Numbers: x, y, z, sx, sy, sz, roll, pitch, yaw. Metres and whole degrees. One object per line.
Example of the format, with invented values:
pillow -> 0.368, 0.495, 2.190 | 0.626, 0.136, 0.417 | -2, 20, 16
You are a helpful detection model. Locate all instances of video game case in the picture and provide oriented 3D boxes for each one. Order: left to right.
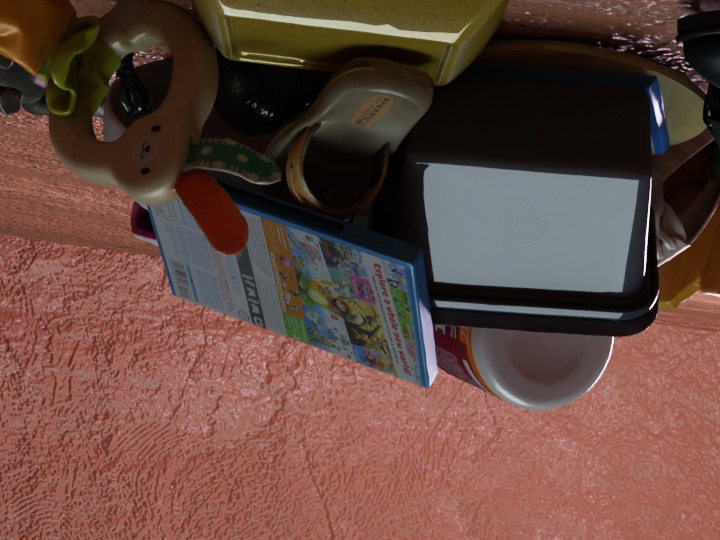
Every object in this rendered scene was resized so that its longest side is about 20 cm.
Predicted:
video game case -> -0.046, 0.001, 1.410 | 0.199, 0.018, 0.144 | 20, 148, 19

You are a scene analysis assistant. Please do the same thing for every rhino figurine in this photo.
rhino figurine -> -0.236, -0.143, 1.587 | 0.087, 0.060, 0.199 | 26, -173, 32

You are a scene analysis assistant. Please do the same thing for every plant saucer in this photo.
plant saucer -> -0.011, -0.152, 1.275 | 0.198, 0.049, 0.200 | 7, 174, -1

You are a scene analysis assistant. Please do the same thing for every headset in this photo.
headset -> -0.066, -0.139, 1.426 | 0.198, 0.095, 0.124 | -11, -175, 9

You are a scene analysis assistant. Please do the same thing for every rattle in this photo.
rattle -> -0.146, -0.109, 1.314 | 0.130, 0.201, 0.143 | -29, 140, -1

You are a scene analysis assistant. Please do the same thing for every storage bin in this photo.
storage bin -> 0.106, -0.058, 1.413 | 0.198, 0.146, 0.135 | 5, 138, 0

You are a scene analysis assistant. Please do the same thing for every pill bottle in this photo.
pill bottle -> 0.106, 0.036, 1.657 | 0.112, 0.114, 0.200 | 8, -176, -19

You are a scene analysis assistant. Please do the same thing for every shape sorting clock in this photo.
shape sorting clock -> 0.140, -0.119, 1.472 | 0.198, 0.040, 0.200 | 4, 165, 1

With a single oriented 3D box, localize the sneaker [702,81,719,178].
sneaker -> 0.262, -0.103, 1.413 | 0.090, 0.077, 0.200 | 16, 167, -7

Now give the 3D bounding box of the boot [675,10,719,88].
boot -> 0.271, -0.058, 1.264 | 0.198, 0.170, 0.076 | 9, 175, -20

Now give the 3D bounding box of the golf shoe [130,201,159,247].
golf shoe -> -0.095, -0.052, 1.638 | 0.091, 0.076, 0.199 | 13, 152, -41

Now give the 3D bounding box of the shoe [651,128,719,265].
shoe -> 0.217, -0.054, 1.539 | 0.053, 0.070, 0.200 | -4, -148, 45

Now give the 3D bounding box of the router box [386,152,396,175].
router box -> 0.051, -0.071, 1.761 | 0.148, 0.051, 0.200 | -20, 170, 11

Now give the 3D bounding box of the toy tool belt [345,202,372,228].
toy tool belt -> 0.000, 0.000, 1.606 | 0.122, 0.126, 0.200 | 0, 162, -18

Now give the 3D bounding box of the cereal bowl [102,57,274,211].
cereal bowl -> -0.086, -0.076, 1.515 | 0.198, 0.084, 0.200 | 8, -154, -4

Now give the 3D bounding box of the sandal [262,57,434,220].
sandal -> -0.011, -0.068, 1.342 | 0.080, 0.054, 0.200 | 10, 155, -18

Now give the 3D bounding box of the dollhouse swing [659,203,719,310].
dollhouse swing -> 0.270, -0.016, 1.833 | 0.199, 0.183, 0.176 | 2, 153, 38
